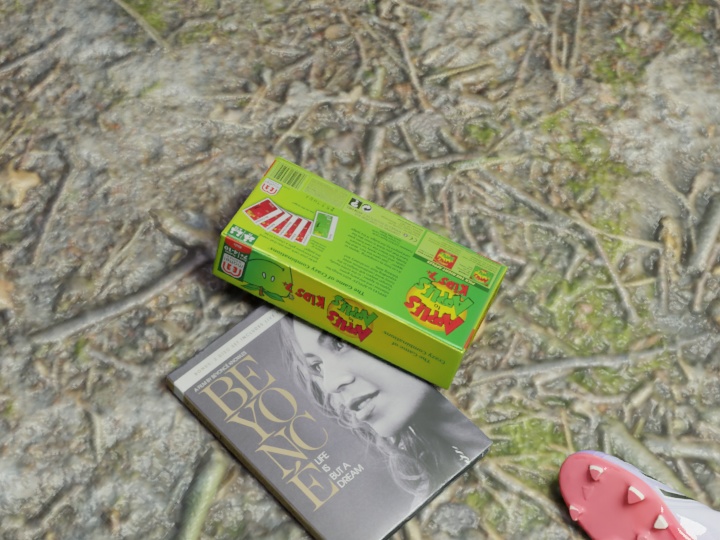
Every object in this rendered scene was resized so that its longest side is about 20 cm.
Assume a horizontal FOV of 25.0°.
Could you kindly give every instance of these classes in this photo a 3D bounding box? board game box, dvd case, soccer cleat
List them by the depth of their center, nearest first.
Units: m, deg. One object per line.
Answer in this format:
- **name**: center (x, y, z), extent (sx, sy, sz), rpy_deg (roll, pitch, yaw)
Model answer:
- **soccer cleat**: center (0.233, 0.187, 1.152), extent (0.199, 0.067, 0.076), rpy_deg (30, 26, 19)
- **dvd case**: center (-0.023, 0.104, 1.191), extent (0.148, 0.016, 0.200), rpy_deg (-37, 67, -26)
- **board game box**: center (0.000, 0.000, 1.230), extent (0.199, 0.048, 0.102), rpy_deg (26, 47, 7)
